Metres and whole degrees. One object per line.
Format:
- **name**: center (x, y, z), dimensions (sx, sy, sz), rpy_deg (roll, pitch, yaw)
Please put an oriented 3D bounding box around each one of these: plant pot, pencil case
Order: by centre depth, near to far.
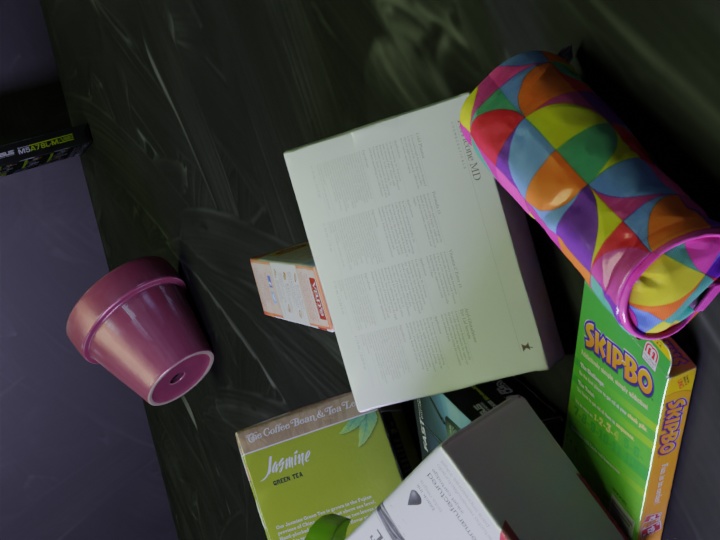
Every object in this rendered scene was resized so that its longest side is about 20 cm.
- **pencil case**: center (0.135, -0.049, 0.808), dimensions (0.200, 0.088, 0.088), rpy_deg (-121, 22, -43)
- **plant pot**: center (-0.334, 0.107, 2.225), dimensions (0.179, 0.200, 0.200), rpy_deg (48, 154, 20)

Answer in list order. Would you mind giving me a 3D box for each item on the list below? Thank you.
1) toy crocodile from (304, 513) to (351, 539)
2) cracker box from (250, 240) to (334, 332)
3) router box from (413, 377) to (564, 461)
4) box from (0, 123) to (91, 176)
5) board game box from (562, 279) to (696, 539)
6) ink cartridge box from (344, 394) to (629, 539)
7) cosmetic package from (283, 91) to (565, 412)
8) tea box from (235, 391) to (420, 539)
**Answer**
- **toy crocodile**: center (0.033, 0.258, 1.127), dimensions (0.067, 0.200, 0.062), rpy_deg (-2, 60, 60)
- **cracker box**: center (0.000, 0.000, 1.167), dimensions (0.200, 0.134, 0.058), rpy_deg (-175, 69, -72)
- **router box**: center (0.106, 0.175, 1.123), dimensions (0.150, 0.062, 0.200), rpy_deg (-137, 34, -59)
- **box**: center (-0.648, -0.239, 2.822), dimensions (0.200, 0.193, 0.048), rpy_deg (170, 85, -73)
- **board game box**: center (0.171, 0.092, 0.912), dimensions (0.200, 0.030, 0.096), rpy_deg (86, 158, -43)
- **ink cartridge box**: center (0.087, 0.202, 0.998), dimensions (0.145, 0.083, 0.200), rpy_deg (53, 145, 13)
- **cosmetic package**: center (0.045, -0.012, 1.007), dimensions (0.052, 0.151, 0.200), rpy_deg (-20, -86, -64)
- **tea box**: center (-0.006, 0.217, 1.290), dimensions (0.200, 0.134, 0.197), rpy_deg (38, -146, -80)
